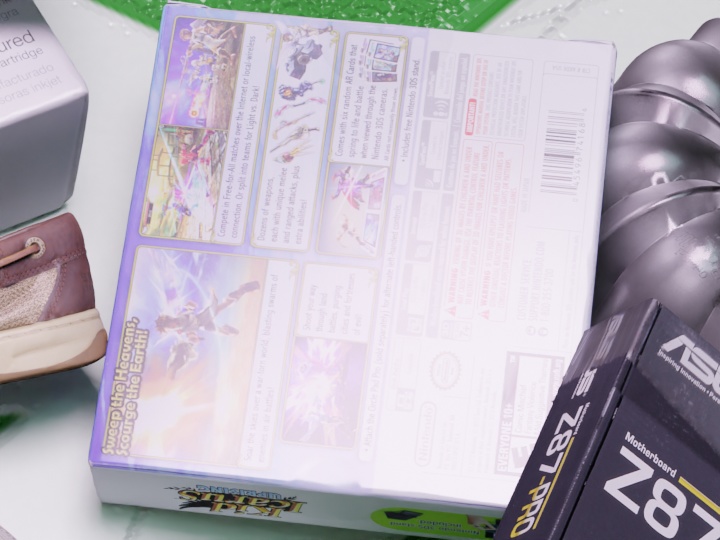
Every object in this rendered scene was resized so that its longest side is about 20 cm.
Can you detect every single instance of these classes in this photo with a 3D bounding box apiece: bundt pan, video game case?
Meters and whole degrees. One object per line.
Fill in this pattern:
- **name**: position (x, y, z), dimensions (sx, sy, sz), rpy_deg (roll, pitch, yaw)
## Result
- **bundt pan**: position (0.175, -0.023, 1.206), dimensions (0.201, 0.076, 0.203), rpy_deg (6, 56, -9)
- **video game case**: position (0.000, 0.000, 1.135), dimensions (0.180, 0.045, 0.201), rpy_deg (6, 66, 4)

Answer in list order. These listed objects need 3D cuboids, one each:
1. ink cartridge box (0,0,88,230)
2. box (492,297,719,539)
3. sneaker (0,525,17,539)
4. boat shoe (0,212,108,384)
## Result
- **ink cartridge box**: position (-0.219, -0.099, 1.164), dimensions (0.145, 0.083, 0.200), rpy_deg (-23, 65, -25)
- **box**: position (0.137, 0.133, 1.066), dimensions (0.200, 0.049, 0.161), rpy_deg (40, 52, -16)
- **sneaker**: position (-0.191, 0.096, 1.040), dimensions (0.199, 0.088, 0.082), rpy_deg (18, 55, 0)
- **boat shoe**: position (-0.192, 0.014, 1.089), dimensions (0.199, 0.072, 0.072), rpy_deg (-9, 94, -22)
